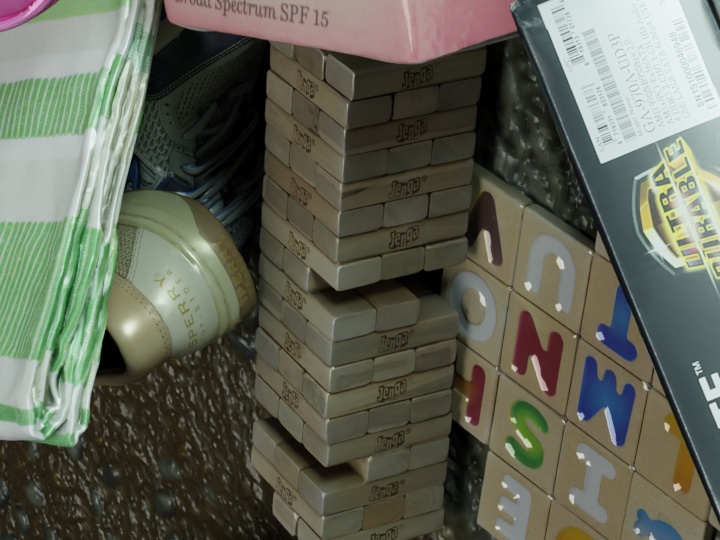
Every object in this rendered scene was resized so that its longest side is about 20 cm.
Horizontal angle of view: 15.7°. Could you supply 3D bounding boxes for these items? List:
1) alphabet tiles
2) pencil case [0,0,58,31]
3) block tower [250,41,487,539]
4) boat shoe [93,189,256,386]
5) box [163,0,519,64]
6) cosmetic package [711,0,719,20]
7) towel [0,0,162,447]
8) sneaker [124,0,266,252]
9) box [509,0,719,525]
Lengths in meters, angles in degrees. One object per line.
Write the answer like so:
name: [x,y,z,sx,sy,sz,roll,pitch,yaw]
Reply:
alphabet tiles: [0.093,0.051,0.848,0.200,0.008,0.168,36,133,38]
pencil case: [-0.135,-0.170,0.889,0.091,0.094,0.201,-32,36,17]
block tower: [0.000,0.000,0.896,0.054,0.058,0.201,41,134,47]
boat shoe: [-0.119,0.008,0.961,0.200,0.064,0.071,-4,121,56]
box: [0.005,-0.174,0.766,0.128,0.109,0.201,15,118,50]
cosmetic package: [0.134,-0.101,0.638,0.071,0.101,0.201,-26,85,55]
towel: [-0.119,-0.041,0.907,0.152,0.023,0.201,-2,76,57]
sneaker: [-0.063,-0.044,0.966,0.085,0.077,0.200,53,150,6]
box: [0.096,0.010,0.679,0.200,0.046,0.160,25,-137,-81]
